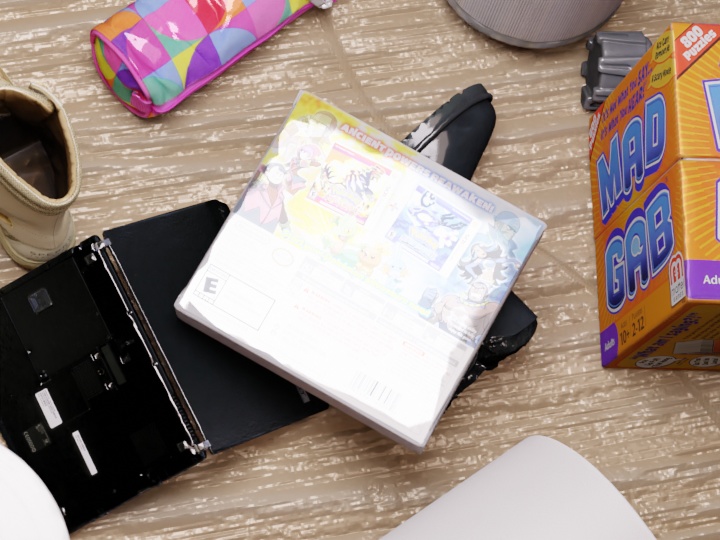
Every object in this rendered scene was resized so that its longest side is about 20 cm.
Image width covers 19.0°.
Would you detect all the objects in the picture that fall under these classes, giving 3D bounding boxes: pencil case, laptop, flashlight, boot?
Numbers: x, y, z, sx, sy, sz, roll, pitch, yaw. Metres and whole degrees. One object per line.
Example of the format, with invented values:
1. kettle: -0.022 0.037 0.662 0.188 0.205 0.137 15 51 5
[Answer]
1. pencil case: -0.101 -0.191 1.583 0.200 0.088 0.089 -34 83 -16
2. laptop: -0.157 0.067 1.537 0.199 0.103 0.178 -29 80 9
3. flashlight: 0.272 -0.156 1.652 0.199 0.068 0.068 3 75 -11
4. boot: -0.254 -0.108 1.490 0.073 0.155 0.201 -25 81 -16
5. boot: 0.070 -0.015 1.568 0.168 0.076 0.200 45 75 6

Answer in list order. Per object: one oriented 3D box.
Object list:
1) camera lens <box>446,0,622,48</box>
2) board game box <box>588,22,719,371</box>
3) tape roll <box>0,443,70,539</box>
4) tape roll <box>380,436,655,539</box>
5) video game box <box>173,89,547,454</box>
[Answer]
1. camera lens: 0.140 -0.267 1.584 0.159 0.200 0.161 2 71 -7
2. board game box: 0.291 -0.045 1.554 0.199 0.200 0.201 2 74 -11
3. tape roll: -0.289 0.209 1.404 0.202 0.139 0.204 3 74 -11
4. tape roll: 0.115 0.231 1.435 0.139 0.203 0.203 -32 83 -17
5. video game box: 0.000 0.000 1.500 0.199 0.047 0.183 30 80 5
